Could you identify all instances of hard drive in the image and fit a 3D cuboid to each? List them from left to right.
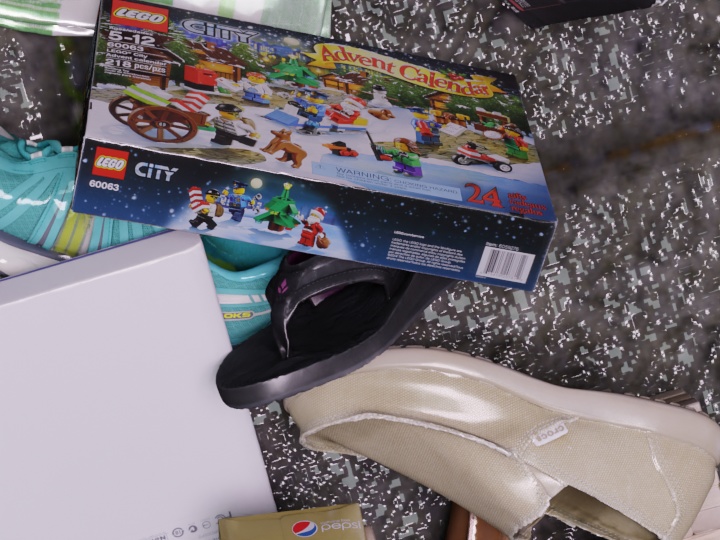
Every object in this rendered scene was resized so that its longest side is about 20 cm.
[{"bbox_3d":[-0.112,0.087,0.852,0.132,0.025,0.200,-17,120,-6],"label":"hard drive"}]

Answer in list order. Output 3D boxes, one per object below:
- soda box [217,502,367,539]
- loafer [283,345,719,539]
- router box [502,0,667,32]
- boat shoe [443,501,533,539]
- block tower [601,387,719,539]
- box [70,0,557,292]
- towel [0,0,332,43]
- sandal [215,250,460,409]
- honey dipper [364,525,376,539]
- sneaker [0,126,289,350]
[{"bbox_3d":[-0.025,0.199,0.841,0.064,0.068,0.200,-5,127,-7],"label":"soda box"},{"bbox_3d":[0.063,0.083,0.834,0.200,0.076,0.068,9,68,-1],"label":"loafer"},{"bbox_3d":[0.051,-0.194,0.820,0.200,0.150,0.062,41,82,-15],"label":"router box"},{"bbox_3d":[0.041,0.185,0.894,0.074,0.076,0.201,4,93,-4],"label":"boat shoe"},{"bbox_3d":[0.157,0.153,0.907,0.058,0.054,0.200,-17,93,4],"label":"block tower"},{"bbox_3d":[-0.022,-0.059,0.828,0.200,0.137,0.038,10,122,-11],"label":"box"},{"bbox_3d":[-0.106,-0.179,0.876,0.200,0.023,0.153,7,92,-8],"label":"towel"},{"bbox_3d":[0.000,0.000,0.840,0.200,0.075,0.048,-38,112,-43],"label":"sandal"},{"bbox_3d":[-0.085,0.162,0.866,0.200,0.038,0.038,-16,96,-3],"label":"honey dipper"},{"bbox_3d":[-0.118,-0.032,0.850,0.200,0.078,0.080,31,119,-17],"label":"sneaker"}]
